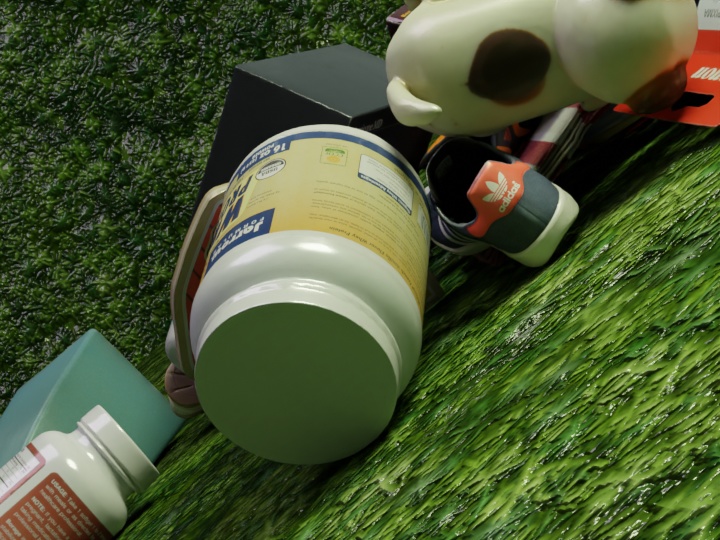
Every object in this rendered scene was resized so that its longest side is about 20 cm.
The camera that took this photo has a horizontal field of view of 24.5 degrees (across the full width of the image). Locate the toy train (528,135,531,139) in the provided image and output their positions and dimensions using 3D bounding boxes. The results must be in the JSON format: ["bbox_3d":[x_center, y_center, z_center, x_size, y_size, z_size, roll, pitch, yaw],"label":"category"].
[{"bbox_3d":[0.145,-0.133,1.538,0.115,0.085,0.200,-30,6,1],"label":"toy train"}]

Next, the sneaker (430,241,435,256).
[{"bbox_3d":[0.000,-0.002,1.459,0.146,0.077,0.203,-15,36,-1],"label":"sneaker"}]

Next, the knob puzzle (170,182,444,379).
[{"bbox_3d":[-0.049,0.014,1.196,0.219,0.220,0.030,-40,36,0],"label":"knob puzzle"}]

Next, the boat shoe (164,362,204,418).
[{"bbox_3d":[-0.113,0.073,1.660,0.200,0.071,0.065,-35,-19,-18],"label":"boat shoe"}]

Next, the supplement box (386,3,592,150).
[{"bbox_3d":[0.137,-0.189,1.423,0.200,0.086,0.110,21,50,35],"label":"supplement box"}]

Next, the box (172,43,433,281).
[{"bbox_3d":[-0.036,-0.069,1.302,0.200,0.104,0.183,-26,-41,-64],"label":"box"}]

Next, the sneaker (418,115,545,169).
[{"bbox_3d":[0.083,-0.084,1.367,0.112,0.077,0.200,-45,-14,-37],"label":"sneaker"}]

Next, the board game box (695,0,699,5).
[{"bbox_3d":[0.222,-0.287,1.539,0.199,0.105,0.103,6,-27,-37],"label":"board game box"}]

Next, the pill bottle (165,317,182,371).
[{"bbox_3d":[-0.110,0.006,1.595,0.111,0.111,0.201,-32,37,55],"label":"pill bottle"}]

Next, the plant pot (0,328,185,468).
[{"bbox_3d":[-0.300,0.192,1.681,0.141,0.141,0.200,-37,14,30],"label":"plant pot"}]

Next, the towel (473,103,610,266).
[{"bbox_3d":[0.143,-0.093,1.246,0.200,0.023,0.144,-55,6,3],"label":"towel"}]

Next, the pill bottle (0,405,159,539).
[{"bbox_3d":[-0.277,0.214,1.447,0.200,0.112,0.112,-41,6,-12],"label":"pill bottle"}]

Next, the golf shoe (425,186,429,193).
[{"bbox_3d":[0.022,-0.047,1.588,0.200,0.095,0.078,-41,4,-25],"label":"golf shoe"}]

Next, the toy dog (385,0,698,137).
[{"bbox_3d":[0.125,-0.161,1.094,0.199,0.140,0.194,-5,16,33],"label":"toy dog"}]

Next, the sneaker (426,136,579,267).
[{"bbox_3d":[0.074,-0.057,1.143,0.075,0.084,0.200,-59,19,-7],"label":"sneaker"}]

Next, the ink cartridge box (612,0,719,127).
[{"bbox_3d":[0.261,-0.176,1.084,0.200,0.047,0.160,-39,17,-6],"label":"ink cartridge box"}]

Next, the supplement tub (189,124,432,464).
[{"bbox_3d":[-0.030,0.013,1.053,0.144,0.144,0.200,-38,23,26],"label":"supplement tub"}]

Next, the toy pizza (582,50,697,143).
[{"bbox_3d":[0.245,-0.155,1.257,0.200,0.032,0.200,-39,6,5],"label":"toy pizza"}]
